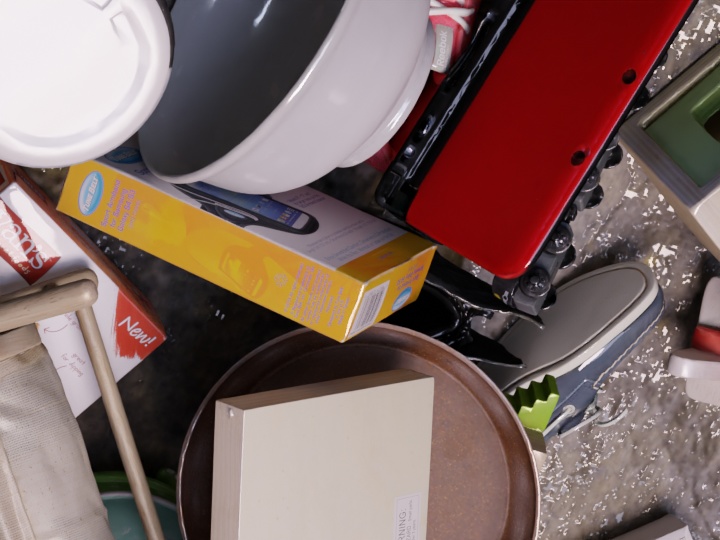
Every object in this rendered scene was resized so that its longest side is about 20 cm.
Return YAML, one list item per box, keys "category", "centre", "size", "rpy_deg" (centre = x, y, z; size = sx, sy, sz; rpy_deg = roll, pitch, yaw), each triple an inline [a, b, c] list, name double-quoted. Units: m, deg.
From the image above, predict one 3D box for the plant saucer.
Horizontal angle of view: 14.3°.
- category: "plant saucer"
  centre: [0.000, 0.122, 1.570]
  size: [0.200, 0.034, 0.200]
  rpy_deg: [1, 103, 5]

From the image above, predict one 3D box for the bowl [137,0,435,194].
- category: "bowl"
  centre: [-0.024, -0.116, 1.512]
  size: [0.090, 0.201, 0.201]
  rpy_deg: [30, 102, -27]

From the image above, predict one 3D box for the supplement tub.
- category: "supplement tub"
  centre: [-0.172, -0.140, 1.455]
  size: [0.122, 0.200, 0.123]
  rpy_deg: [-6, 114, -14]

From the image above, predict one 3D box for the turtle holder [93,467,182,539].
- category: "turtle holder"
  centre: [-0.130, 0.203, 1.662]
  size: [0.185, 0.132, 0.141]
  rpy_deg: [37, 98, -27]

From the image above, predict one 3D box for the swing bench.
- category: "swing bench"
  centre: [-0.206, 0.123, 1.507]
  size: [0.200, 0.130, 0.199]
  rpy_deg: [-17, 93, -4]

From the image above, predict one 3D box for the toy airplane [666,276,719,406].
- category: "toy airplane"
  centre: [0.285, 0.059, 1.691]
  size: [0.199, 0.200, 0.141]
  rpy_deg: [22, 111, -20]

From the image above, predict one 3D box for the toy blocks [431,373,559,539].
- category: "toy blocks"
  centre: [0.013, 0.135, 1.628]
  size: [0.137, 0.100, 0.200]
  rpy_deg: [17, 113, -11]

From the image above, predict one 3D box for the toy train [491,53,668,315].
- category: "toy train"
  centre: [0.123, -0.068, 1.631]
  size: [0.200, 0.046, 0.034]
  rpy_deg: [-64, 162, -16]

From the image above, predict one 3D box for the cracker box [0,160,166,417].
- category: "cracker box"
  centre: [-0.228, 0.049, 1.604]
  size: [0.200, 0.058, 0.134]
  rpy_deg: [-41, 117, 3]

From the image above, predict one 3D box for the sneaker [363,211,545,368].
- category: "sneaker"
  centre: [-0.001, 0.003, 1.626]
  size: [0.200, 0.104, 0.060]
  rpy_deg: [15, 109, -23]

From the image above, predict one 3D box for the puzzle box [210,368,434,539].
- category: "puzzle box"
  centre: [-0.022, 0.157, 1.505]
  size: [0.133, 0.025, 0.200]
  rpy_deg: [-7, 106, -41]

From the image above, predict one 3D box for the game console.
- category: "game console"
  centre: [0.111, -0.089, 1.553]
  size: [0.200, 0.119, 0.172]
  rpy_deg: [-58, 160, 0]

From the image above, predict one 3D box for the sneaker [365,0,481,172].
- category: "sneaker"
  centre: [0.043, -0.143, 1.584]
  size: [0.074, 0.087, 0.200]
  rpy_deg: [12, 109, -23]

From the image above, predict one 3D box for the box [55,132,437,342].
- category: "box"
  centre: [-0.070, -0.028, 1.546]
  size: [0.200, 0.119, 0.041]
  rpy_deg: [23, 107, 15]

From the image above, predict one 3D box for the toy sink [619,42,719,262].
- category: "toy sink"
  centre: [0.268, -0.090, 1.654]
  size: [0.200, 0.130, 0.112]
  rpy_deg: [-39, 118, 4]

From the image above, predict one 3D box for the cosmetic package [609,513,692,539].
- category: "cosmetic package"
  centre: [0.200, 0.262, 1.800]
  size: [0.083, 0.051, 0.200]
  rpy_deg: [-24, 97, -8]

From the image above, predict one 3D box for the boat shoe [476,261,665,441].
- category: "boat shoe"
  centre: [0.108, 0.075, 1.710]
  size: [0.200, 0.075, 0.062]
  rpy_deg: [-42, 117, 6]
